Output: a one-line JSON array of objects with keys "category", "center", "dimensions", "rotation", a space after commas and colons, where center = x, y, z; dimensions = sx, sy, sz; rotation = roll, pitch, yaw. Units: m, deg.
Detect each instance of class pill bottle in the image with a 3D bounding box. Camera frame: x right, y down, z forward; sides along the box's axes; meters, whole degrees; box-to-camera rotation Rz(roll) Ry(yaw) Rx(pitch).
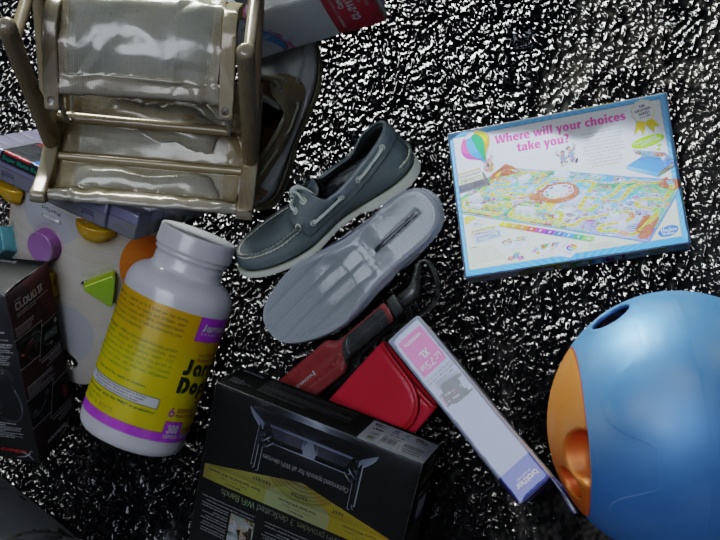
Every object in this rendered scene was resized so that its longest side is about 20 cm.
[{"category": "pill bottle", "center": [-0.182, 0.061, 0.968], "dimensions": [0.103, 0.104, 0.203], "rotation": [22, 96, 18]}]

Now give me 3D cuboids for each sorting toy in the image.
[{"category": "sorting toy", "center": [-0.296, 0.011, 1.038], "dimensions": [0.198, 0.107, 0.183], "rotation": [22, 107, 18]}]

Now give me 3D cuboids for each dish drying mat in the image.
[{"category": "dish drying mat", "center": [-0.018, 0.159, 0.932], "dimensions": [0.077, 0.018, 0.200], "rotation": [49, 114, 19]}]

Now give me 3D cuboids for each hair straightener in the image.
[{"category": "hair straightener", "center": [0.004, 0.058, 0.940], "dimensions": [0.200, 0.077, 0.041], "rotation": [-48, 69, 27]}]

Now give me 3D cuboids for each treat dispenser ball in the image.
[{"category": "treat dispenser ball", "center": [0.242, 0.118, 0.799], "dimensions": [0.197, 0.201, 0.205], "rotation": [-2, 81, 15]}]

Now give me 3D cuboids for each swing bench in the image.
[{"category": "swing bench", "center": [-0.182, -0.157, 0.884], "dimensions": [0.195, 0.201, 0.131], "rotation": [5, 51, -4]}]

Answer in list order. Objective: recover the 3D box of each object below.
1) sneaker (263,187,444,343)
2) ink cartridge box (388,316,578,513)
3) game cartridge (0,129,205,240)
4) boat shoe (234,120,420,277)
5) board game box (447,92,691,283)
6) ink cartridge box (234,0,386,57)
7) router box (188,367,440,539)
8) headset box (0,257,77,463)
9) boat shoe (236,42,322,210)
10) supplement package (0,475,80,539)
[{"category": "sneaker", "center": [0.000, 0.000, 0.956], "dimensions": [0.199, 0.071, 0.074], "rotation": [-35, 82, 14]}, {"category": "ink cartridge box", "center": [0.106, 0.132, 0.878], "dimensions": [0.042, 0.119, 0.200], "rotation": [-42, 74, 1]}, {"category": "game cartridge", "center": [-0.261, -0.091, 1.012], "dimensions": [0.198, 0.129, 0.039], "rotation": [24, 108, 17]}, {"category": "boat shoe", "center": [-0.041, -0.068, 0.967], "dimensions": [0.198, 0.062, 0.073], "rotation": [-32, 39, 4]}, {"category": "board game box", "center": [0.183, -0.072, 0.932], "dimensions": [0.197, 0.034, 0.137], "rotation": [-9, 80, 15]}, {"category": "ink cartridge box", "center": [-0.089, -0.283, 0.959], "dimensions": [0.197, 0.083, 0.148], "rotation": [-14, 75, 12]}, {"category": "router box", "center": [-0.044, 0.194, 0.906], "dimensions": [0.197, 0.052, 0.160], "rotation": [19, 107, 18]}, {"category": "headset box", "center": [-0.366, 0.071, 0.996], "dimensions": [0.146, 0.075, 0.203], "rotation": [5, 116, 17]}, {"category": "boat shoe", "center": [-0.086, -0.163, 1.004], "dimensions": [0.073, 0.068, 0.204], "rotation": [7, 84, 16]}, {"category": "supplement package", "center": [-0.341, 0.292, 0.983], "dimensions": [0.198, 0.117, 0.118], "rotation": [32, 91, 17]}]
